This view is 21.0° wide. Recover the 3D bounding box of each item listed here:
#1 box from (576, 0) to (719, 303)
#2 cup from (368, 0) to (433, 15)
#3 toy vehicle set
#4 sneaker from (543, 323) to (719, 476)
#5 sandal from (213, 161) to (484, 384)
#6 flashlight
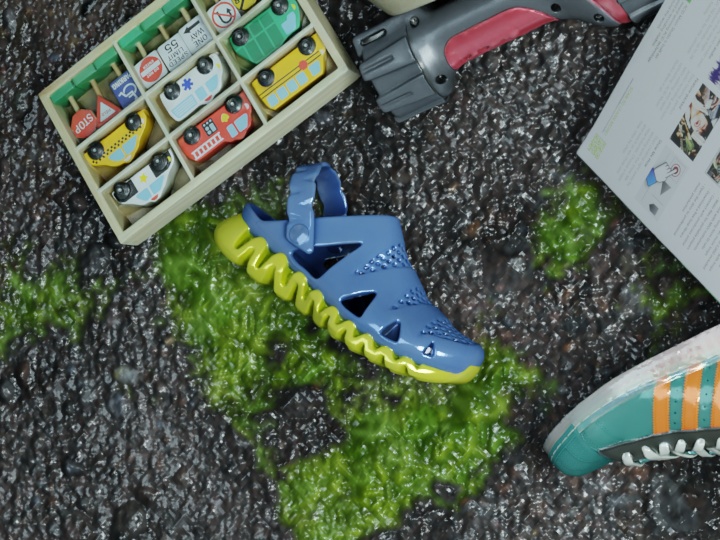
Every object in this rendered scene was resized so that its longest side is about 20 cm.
[{"bbox_3d":[0.222,-0.067,1.120,0.200,0.036,0.145,53,125,39],"label":"box"},{"bbox_3d":[0.035,-0.243,1.190,0.199,0.200,0.144,-22,100,18],"label":"cup"},{"bbox_3d":[-0.111,-0.125,1.310,0.200,0.026,0.125,-36,75,15],"label":"toy vehicle set"},{"bbox_3d":[0.206,0.085,1.155,0.199,0.071,0.080,-30,73,15],"label":"sneaker"},{"bbox_3d":[0.000,0.000,1.237,0.199,0.079,0.087,36,96,17],"label":"sandal"},{"bbox_3d":[0.098,-0.154,1.217,0.199,0.068,0.068,-26,53,21],"label":"flashlight"}]
